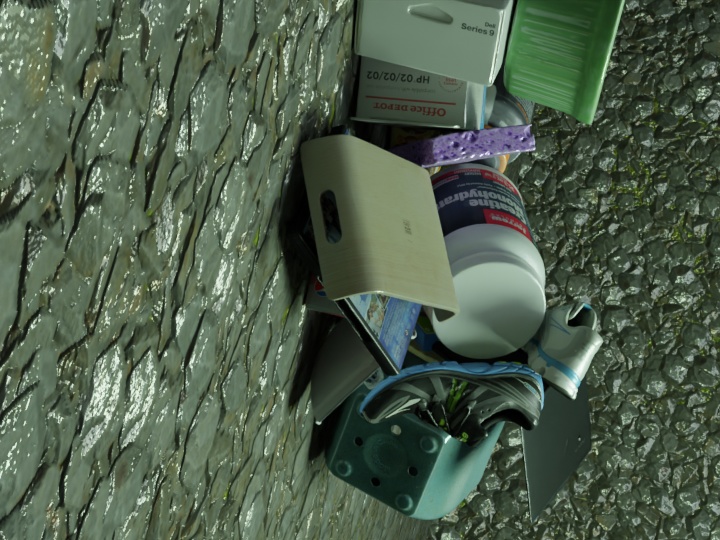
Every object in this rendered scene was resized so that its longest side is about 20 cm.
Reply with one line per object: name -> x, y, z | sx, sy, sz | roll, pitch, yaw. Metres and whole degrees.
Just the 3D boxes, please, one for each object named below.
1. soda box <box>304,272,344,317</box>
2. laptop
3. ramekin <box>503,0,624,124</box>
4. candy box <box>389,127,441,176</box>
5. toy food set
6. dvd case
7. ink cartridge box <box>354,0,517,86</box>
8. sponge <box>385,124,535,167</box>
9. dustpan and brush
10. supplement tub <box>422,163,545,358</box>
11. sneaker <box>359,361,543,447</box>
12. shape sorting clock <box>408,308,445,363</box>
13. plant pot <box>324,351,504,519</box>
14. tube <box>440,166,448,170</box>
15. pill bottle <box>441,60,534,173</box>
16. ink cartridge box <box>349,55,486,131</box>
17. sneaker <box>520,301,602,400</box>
soda box -> 0.000, 0.000, 1.257 | 0.200, 0.062, 0.071 | -29, 131, -76
laptop -> 0.182, 0.150, 1.373 | 0.187, 0.199, 0.117 | -33, 155, -51
ramekin -> 0.210, -0.256, 1.174 | 0.200, 0.096, 0.203 | 15, 90, -81
candy box -> 0.074, -0.194, 1.422 | 0.116, 0.054, 0.202 | -64, 163, -52
toy food set -> 0.019, -0.032, 1.089 | 0.199, 0.060, 0.146 | 15, 60, -58
dvd case -> 0.005, -0.017, 1.122 | 0.201, 0.017, 0.144 | 55, 41, -35
ink cartridge box -> 0.089, -0.277, 1.172 | 0.201, 0.144, 0.085 | -62, 163, -50
sponge -> 0.088, -0.123, 1.225 | 0.200, 0.110, 0.030 | -177, -103, -71
dustpan and brush -> -0.004, 0.081, 1.287 | 0.139, 0.057, 0.201 | -42, -149, 10
supplement tub -> 0.127, -0.013, 1.299 | 0.201, 0.138, 0.142 | -97, -170, -56
sneaker -> 0.097, 0.142, 1.228 | 0.071, 0.196, 0.084 | 107, -20, -68
shape sorting clock -> 0.084, 0.052, 1.408 | 0.040, 0.198, 0.200 | -60, 177, 26
plant pot -> 0.061, 0.183, 1.414 | 0.200, 0.194, 0.198 | -38, 152, -62
tube -> 0.120, -0.115, 1.584 | 0.201, 0.052, 0.058 | -56, -179, -20
pill bottle -> 0.156, -0.196, 1.415 | 0.107, 0.104, 0.202 | 92, 12, -46
ink cartridge box -> 0.064, -0.181, 1.218 | 0.200, 0.113, 0.069 | -24, 119, -77
sneaker -> 0.217, 0.068, 1.277 | 0.087, 0.075, 0.200 | -52, -164, 7
